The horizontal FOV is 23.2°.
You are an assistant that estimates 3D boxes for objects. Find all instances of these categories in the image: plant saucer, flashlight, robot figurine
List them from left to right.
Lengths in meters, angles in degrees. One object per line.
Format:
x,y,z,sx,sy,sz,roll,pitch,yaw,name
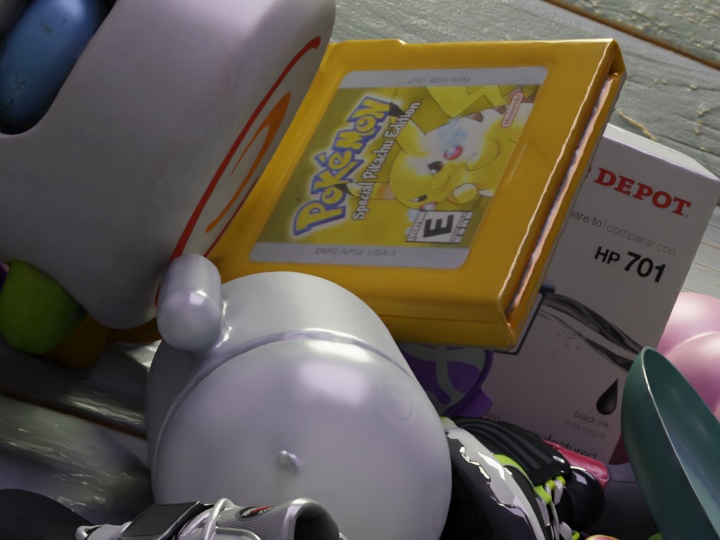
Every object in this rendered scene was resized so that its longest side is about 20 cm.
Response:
-0.027,0.069,0.698,0.170,0.113,0.200,53,2,-16,robot figurine
0.100,0.102,0.905,0.199,0.068,0.068,22,9,-4,flashlight
0.170,0.127,0.792,0.200,0.027,0.200,53,15,-21,plant saucer

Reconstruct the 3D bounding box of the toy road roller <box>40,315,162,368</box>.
-0.169,-0.032,0.911,0.199,0.123,0.146,21,22,-5,toy road roller

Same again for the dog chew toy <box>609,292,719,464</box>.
0.207,0.085,1.011,0.124,0.125,0.200,17,6,-20,dog chew toy

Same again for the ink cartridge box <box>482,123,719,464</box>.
0.091,0.011,0.971,0.146,0.201,0.086,20,11,-7,ink cartridge box

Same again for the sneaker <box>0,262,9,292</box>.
-0.207,0.010,0.764,0.088,0.080,0.200,46,16,-3,sneaker

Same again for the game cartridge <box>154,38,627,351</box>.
0.009,-0.044,0.839,0.199,0.177,0.032,4,-39,29,game cartridge

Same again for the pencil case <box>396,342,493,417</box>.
0.000,0.000,0.888,0.085,0.084,0.200,28,21,-39,pencil case

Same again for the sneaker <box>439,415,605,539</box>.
0.066,0.094,0.742,0.082,0.072,0.200,-4,9,-8,sneaker

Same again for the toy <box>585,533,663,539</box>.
0.120,0.147,0.776,0.115,0.047,0.200,23,10,18,toy

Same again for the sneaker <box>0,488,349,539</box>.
-0.046,0.104,0.573,0.199,0.089,0.074,26,13,27,sneaker

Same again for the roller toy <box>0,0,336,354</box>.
-0.108,-0.083,0.762,0.139,0.183,0.200,32,44,2,roller toy
